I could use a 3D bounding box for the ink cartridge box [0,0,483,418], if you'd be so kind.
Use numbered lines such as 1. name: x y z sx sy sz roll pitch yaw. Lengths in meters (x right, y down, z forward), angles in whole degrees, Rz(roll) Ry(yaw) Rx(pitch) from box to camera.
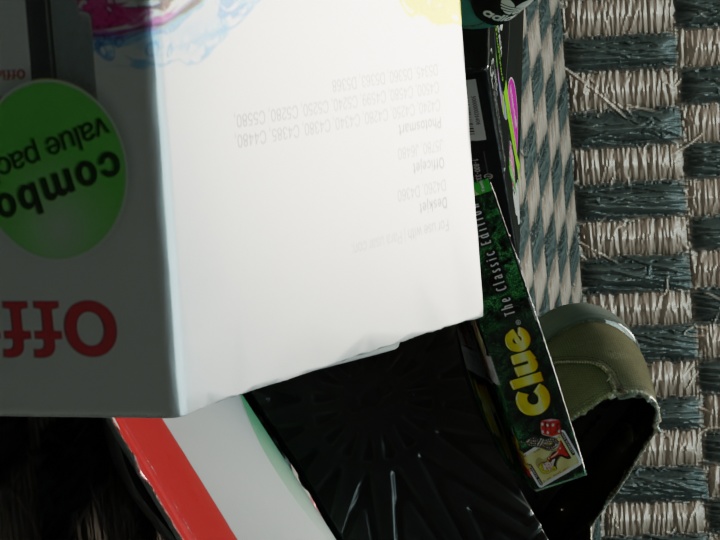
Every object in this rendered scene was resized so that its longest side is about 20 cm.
1. ink cartridge box: -0.071 -0.075 0.653 0.146 0.146 0.201 -15 102 -60

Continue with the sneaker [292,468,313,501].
1. sneaker: 0.000 0.076 1.221 0.075 0.104 0.201 -38 -149 44

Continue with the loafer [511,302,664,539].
1. loafer: 0.052 0.105 1.125 0.075 0.201 0.070 32 5 -30

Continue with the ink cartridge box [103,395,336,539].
1. ink cartridge box: -0.061 0.035 0.857 0.161 0.050 0.200 55 -9 30

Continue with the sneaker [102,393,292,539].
1. sneaker: -0.063 0.066 1.059 0.085 0.072 0.201 -126 -160 -56

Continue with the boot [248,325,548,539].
1. boot: 0.009 0.065 0.992 0.158 0.079 0.212 77 -8 -75

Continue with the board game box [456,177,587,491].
1. board game box: 0.047 0.021 1.001 0.200 0.023 0.105 166 -97 -88

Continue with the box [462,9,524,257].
1. box: 0.015 -0.124 1.352 0.149 0.123 0.201 77 13 -52

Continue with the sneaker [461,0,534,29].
1. sneaker: 0.046 -0.199 1.107 0.071 0.080 0.201 -12 98 -37

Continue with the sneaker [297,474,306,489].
1. sneaker: 0.000 0.000 1.134 0.116 0.075 0.200 66 24 -22
